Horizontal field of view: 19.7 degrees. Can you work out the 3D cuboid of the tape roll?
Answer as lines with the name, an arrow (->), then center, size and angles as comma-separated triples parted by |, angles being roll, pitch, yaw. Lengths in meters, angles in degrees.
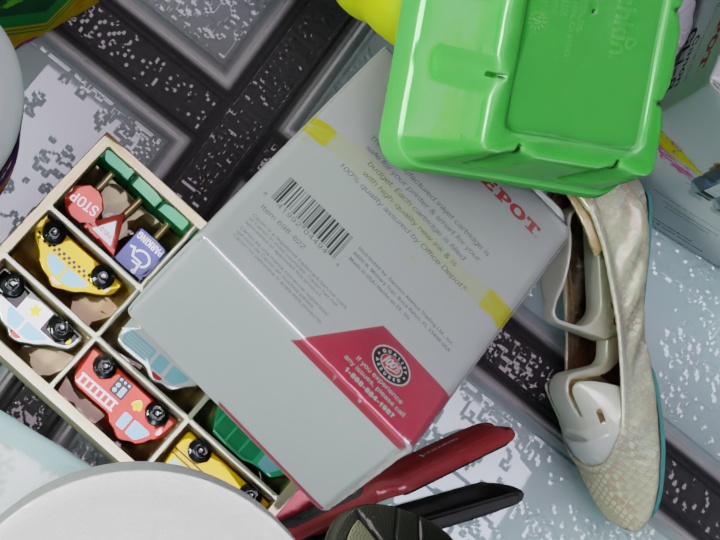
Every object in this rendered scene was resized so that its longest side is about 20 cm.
tape roll -> -0.108, 0.194, 0.996 | 0.201, 0.037, 0.205 | 0, 92, -9

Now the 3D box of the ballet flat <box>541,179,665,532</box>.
ballet flat -> 0.125, 0.043, 1.136 | 0.062, 0.067, 0.202 | 0, 86, -31

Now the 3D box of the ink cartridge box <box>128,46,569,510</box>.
ink cartridge box -> 0.000, 0.000, 1.060 | 0.145, 0.083, 0.200 | 45, 45, -3

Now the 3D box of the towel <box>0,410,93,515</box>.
towel -> -0.216, 0.146, 1.033 | 0.199, 0.048, 0.172 | 33, 76, -9

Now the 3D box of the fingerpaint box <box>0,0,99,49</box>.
fingerpaint box -> -0.204, -0.221, 1.031 | 0.073, 0.167, 0.201 | -30, 89, -10

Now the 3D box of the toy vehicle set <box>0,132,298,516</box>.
toy vehicle set -> -0.101, 0.041, 1.080 | 0.200, 0.027, 0.124 | 42, 75, -3

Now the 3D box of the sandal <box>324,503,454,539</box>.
sandal -> 0.039, 0.192, 1.074 | 0.201, 0.057, 0.080 | 44, 54, -38

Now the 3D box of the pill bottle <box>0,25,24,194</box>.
pill bottle -> -0.216, -0.077, 0.982 | 0.110, 0.200, 0.112 | 1, 86, -10

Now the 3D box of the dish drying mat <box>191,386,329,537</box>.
dish drying mat -> -0.053, 0.097, 1.105 | 0.076, 0.018, 0.202 | 3, 81, -15

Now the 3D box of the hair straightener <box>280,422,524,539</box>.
hair straightener -> 0.008, 0.148, 1.084 | 0.199, 0.041, 0.078 | -23, 108, -35

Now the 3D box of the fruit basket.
fruit basket -> 0.073, -0.145, 1.046 | 0.154, 0.215, 0.218 | 8, 78, -18

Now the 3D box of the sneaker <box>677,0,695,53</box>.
sneaker -> 0.111, -0.187, 1.122 | 0.113, 0.075, 0.201 | 27, 36, -31

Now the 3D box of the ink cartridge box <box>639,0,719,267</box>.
ink cartridge box -> 0.233, -0.100, 1.130 | 0.144, 0.200, 0.146 | 31, 73, -10
